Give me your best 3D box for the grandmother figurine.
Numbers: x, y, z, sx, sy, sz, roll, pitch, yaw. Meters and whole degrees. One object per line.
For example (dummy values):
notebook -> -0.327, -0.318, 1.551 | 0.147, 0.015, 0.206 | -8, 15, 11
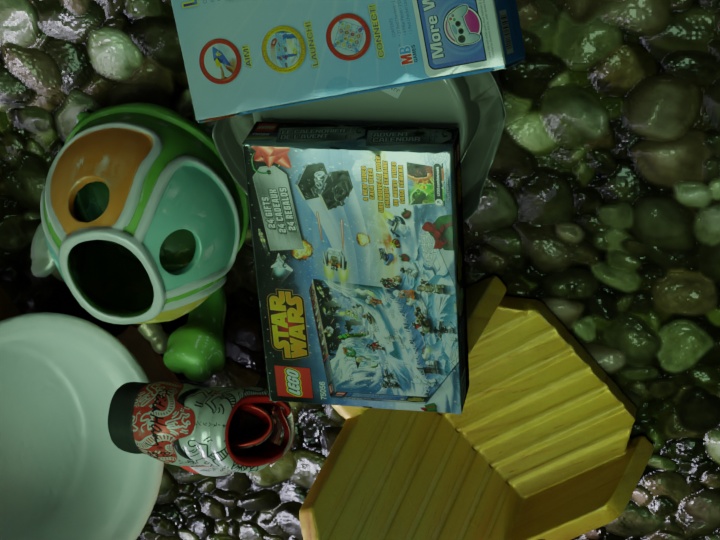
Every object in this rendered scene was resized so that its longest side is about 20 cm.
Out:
grandmother figurine -> -0.191, 0.040, 1.262 | 0.121, 0.061, 0.200 | -7, 123, 29

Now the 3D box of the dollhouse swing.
dollhouse swing -> 0.085, 0.153, 1.205 | 0.182, 0.176, 0.200 | -29, 115, 31

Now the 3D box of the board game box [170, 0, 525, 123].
board game box -> -0.019, -0.202, 0.976 | 0.196, 0.056, 0.200 | -7, 99, 20

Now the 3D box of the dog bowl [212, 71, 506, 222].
dog bowl -> 0.002, -0.110, 1.093 | 0.200, 0.059, 0.200 | 6, 129, 8

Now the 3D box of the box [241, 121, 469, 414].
box -> 0.000, 0.000, 1.103 | 0.137, 0.040, 0.200 | 3, 121, 12

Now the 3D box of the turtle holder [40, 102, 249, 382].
turtle holder -> -0.153, -0.018, 1.156 | 0.141, 0.132, 0.186 | 12, 129, 4

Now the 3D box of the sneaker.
sneaker -> -0.087, 0.120, 1.219 | 0.108, 0.067, 0.201 | 4, 172, 27

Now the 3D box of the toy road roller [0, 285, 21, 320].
toy road roller -> -0.318, 0.111, 1.289 | 0.123, 0.146, 0.200 | -12, 124, 22

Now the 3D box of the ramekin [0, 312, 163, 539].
ramekin -> -0.251, 0.130, 1.204 | 0.098, 0.200, 0.200 | -2, 133, 51
